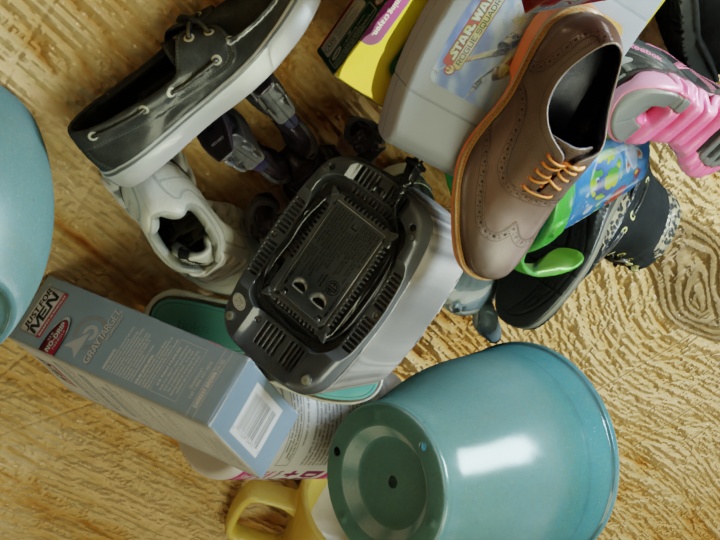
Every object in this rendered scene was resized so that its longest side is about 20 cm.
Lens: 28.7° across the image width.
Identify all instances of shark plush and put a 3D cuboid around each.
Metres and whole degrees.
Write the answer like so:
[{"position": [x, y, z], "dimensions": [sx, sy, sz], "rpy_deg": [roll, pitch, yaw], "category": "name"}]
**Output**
[{"position": [0.082, -0.013, 1.208], "dimensions": [0.083, 0.091, 0.200], "rpy_deg": [-52, 147, 2], "category": "shark plush"}]

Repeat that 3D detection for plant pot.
[{"position": [0.082, 0.167, 1.184], "dimensions": [0.188, 0.200, 0.200], "rpy_deg": [-5, 138, -46], "category": "plant pot"}, {"position": [-0.284, -0.014, 0.909], "dimensions": [0.200, 0.135, 0.200], "rpy_deg": [-19, 142, -16], "category": "plant pot"}]

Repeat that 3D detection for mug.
[{"position": [-0.027, 0.263, 1.442], "dimensions": [0.149, 0.187, 0.153], "rpy_deg": [-43, 169, -43], "category": "mug"}]

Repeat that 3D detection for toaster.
[{"position": [0.000, 0.000, 1.044], "dimensions": [0.200, 0.114, 0.129], "rpy_deg": [-56, 158, 9], "category": "toaster"}]

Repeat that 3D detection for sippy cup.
[{"position": [0.157, -0.094, 1.131], "dimensions": [0.130, 0.140, 0.178], "rpy_deg": [-20, 153, -32], "category": "sippy cup"}]

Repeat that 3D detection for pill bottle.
[{"position": [-0.054, 0.128, 1.248], "dimensions": [0.200, 0.113, 0.113], "rpy_deg": [7, 130, -44], "category": "pill bottle"}]

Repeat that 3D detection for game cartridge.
[{"position": [0.104, -0.150, 0.935], "dimensions": [0.133, 0.042, 0.200], "rpy_deg": [23, 109, -31], "category": "game cartridge"}]

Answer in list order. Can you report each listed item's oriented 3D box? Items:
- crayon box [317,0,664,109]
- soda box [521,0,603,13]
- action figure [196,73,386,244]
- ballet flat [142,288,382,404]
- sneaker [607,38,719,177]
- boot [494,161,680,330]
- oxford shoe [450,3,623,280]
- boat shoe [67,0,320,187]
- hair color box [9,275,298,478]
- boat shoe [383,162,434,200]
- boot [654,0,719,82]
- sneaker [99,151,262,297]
[{"position": [0.099, -0.181, 0.972], "dimensions": [0.173, 0.058, 0.200], "rpy_deg": [29, 107, -28], "category": "crayon box"}, {"position": [0.115, -0.261, 0.840], "dimensions": [0.063, 0.200, 0.070], "rpy_deg": [-13, 179, -21], "category": "soda box"}, {"position": [-0.050, -0.081, 1.046], "dimensions": [0.130, 0.069, 0.200], "rpy_deg": [-48, 147, 2], "category": "action figure"}, {"position": [-0.079, 0.056, 1.145], "dimensions": [0.200, 0.069, 0.069], "rpy_deg": [16, 130, -8], "category": "ballet flat"}, {"position": [0.244, -0.137, 1.102], "dimensions": [0.079, 0.095, 0.200], "rpy_deg": [-42, 145, 25], "category": "sneaker"}, {"position": [0.212, -0.018, 1.259], "dimensions": [0.204, 0.073, 0.154], "rpy_deg": [-59, 144, -4], "category": "boot"}, {"position": [0.113, -0.074, 0.916], "dimensions": [0.071, 0.073, 0.200], "rpy_deg": [9, 115, -20], "category": "oxford shoe"}, {"position": [-0.111, -0.137, 0.939], "dimensions": [0.200, 0.069, 0.057], "rpy_deg": [-43, 127, 9], "category": "boat shoe"}, {"position": [-0.155, 0.078, 1.053], "dimensions": [0.061, 0.200, 0.099], "rpy_deg": [-60, 149, -19], "category": "hair color box"}, {"position": [-0.020, -0.007, 1.158], "dimensions": [0.200, 0.062, 0.073], "rpy_deg": [-38, 146, 12], "category": "boat shoe"}, {"position": [0.305, -0.234, 1.093], "dimensions": [0.158, 0.079, 0.211], "rpy_deg": [-30, 158, 9], "category": "boot"}, {"position": [-0.122, -0.021, 1.058], "dimensions": [0.075, 0.081, 0.200], "rpy_deg": [-36, 145, 5], "category": "sneaker"}]
